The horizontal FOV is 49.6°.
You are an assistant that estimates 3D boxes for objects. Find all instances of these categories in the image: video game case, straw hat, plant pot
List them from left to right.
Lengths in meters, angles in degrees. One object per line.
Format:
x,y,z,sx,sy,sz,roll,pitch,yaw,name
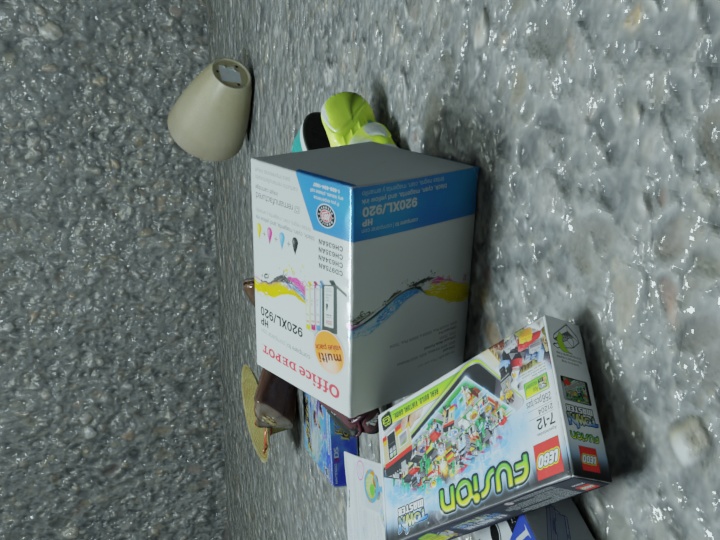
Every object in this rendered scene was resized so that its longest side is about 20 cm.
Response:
-0.328,-0.386,1.800,0.200,0.187,0.188,-48,47,49,plant pot
-0.170,0.275,1.537,0.201,0.085,0.202,171,90,-71,straw hat
-0.051,0.198,1.178,0.181,0.045,0.201,-159,66,-73,video game case

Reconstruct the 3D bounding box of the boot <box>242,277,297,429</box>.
-0.144,0.135,1.224,0.186,0.064,0.200,46,-133,-41,boot

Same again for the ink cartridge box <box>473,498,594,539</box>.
0.123,0.192,0.575,0.200,0.044,0.094,-113,23,-48,ink cartridge box

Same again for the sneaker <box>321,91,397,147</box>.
0.012,-0.106,0.874,0.105,0.076,0.200,77,177,-55,sneaker

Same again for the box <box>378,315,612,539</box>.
0.084,0.124,0.562,0.200,0.035,0.110,-41,42,44,box

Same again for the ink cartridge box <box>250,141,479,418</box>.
0.000,0.000,0.701,0.147,0.144,0.201,22,118,46,ink cartridge box

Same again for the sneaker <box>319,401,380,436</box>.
0.010,0.143,0.917,0.200,0.076,0.116,-8,116,58,sneaker

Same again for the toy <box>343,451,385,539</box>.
0.035,0.277,0.898,0.200,0.047,0.115,165,104,-70,toy

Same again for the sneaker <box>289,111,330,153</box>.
-0.069,-0.105,1.089,0.121,0.083,0.200,129,142,-60,sneaker
